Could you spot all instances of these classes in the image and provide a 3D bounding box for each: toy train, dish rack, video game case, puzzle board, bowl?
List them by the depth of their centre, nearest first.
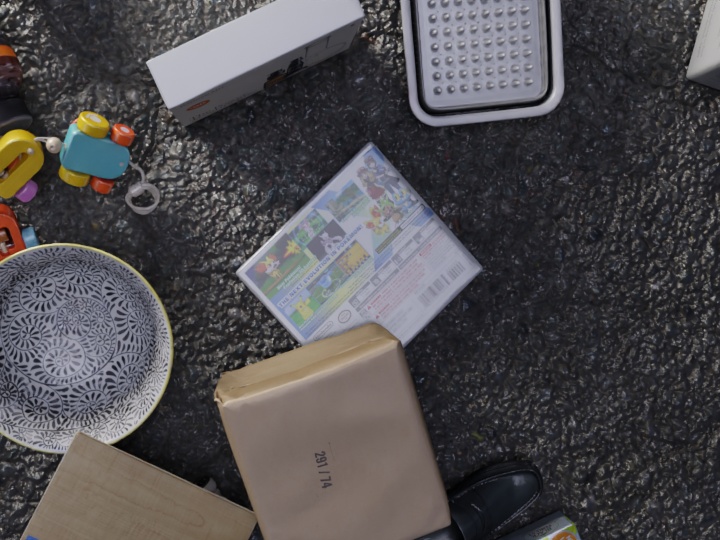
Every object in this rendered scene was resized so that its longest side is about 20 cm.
[{"bbox_3d":[-0.218,0.264,0.853,0.198,0.017,0.152,29,85,-16],"label":"puzzle board"},{"bbox_3d":[-0.281,0.067,0.868,0.197,0.094,0.205,-1,100,-8],"label":"bowl"},{"bbox_3d":[-0.309,-0.084,0.884,0.197,0.056,0.152,-22,134,-12],"label":"toy train"},{"bbox_3d":[0.123,-0.258,0.924,0.168,0.044,0.204,-7,100,-6],"label":"dish rack"},{"bbox_3d":[0.000,0.000,0.938,0.200,0.022,0.183,-43,95,-2],"label":"video game case"}]

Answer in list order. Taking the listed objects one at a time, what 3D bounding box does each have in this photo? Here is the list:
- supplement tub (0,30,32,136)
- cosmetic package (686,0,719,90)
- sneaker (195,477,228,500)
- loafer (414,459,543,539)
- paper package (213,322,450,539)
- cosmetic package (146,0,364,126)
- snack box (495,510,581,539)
[{"bbox_3d":[-0.398,-0.216,0.851,0.106,0.107,0.202,-31,95,-4],"label":"supplement tub"},{"bbox_3d":[0.464,-0.264,0.889,0.162,0.200,0.168,17,90,-6],"label":"cosmetic package"},{"bbox_3d":[-0.193,0.313,0.901,0.080,0.074,0.201,41,88,-7],"label":"sneaker"},{"bbox_3d":[0.107,0.265,0.930,0.198,0.070,0.069,-27,95,-5],"label":"loafer"},{"bbox_3d":[-0.026,0.177,0.884,0.188,0.103,0.203,-18,102,-5],"label":"paper package"},{"bbox_3d":[-0.100,-0.210,0.858,0.198,0.151,0.052,-26,94,-4],"label":"cosmetic package"},{"bbox_3d":[0.158,0.368,0.947,0.197,0.053,0.144,-22,94,-5],"label":"snack box"}]
